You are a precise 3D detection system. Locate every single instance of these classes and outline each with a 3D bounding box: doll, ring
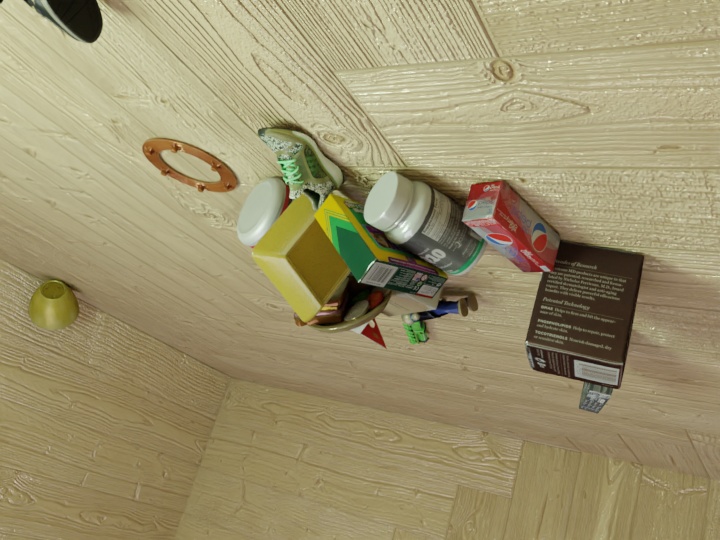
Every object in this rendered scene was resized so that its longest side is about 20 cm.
[{"bbox_3d":[0.170,0.093,1.744,0.199,0.049,0.136,-14,-175,45],"label":"doll"},{"bbox_3d":[-0.342,-0.202,1.497,0.198,0.019,0.201,17,161,6],"label":"ring"}]

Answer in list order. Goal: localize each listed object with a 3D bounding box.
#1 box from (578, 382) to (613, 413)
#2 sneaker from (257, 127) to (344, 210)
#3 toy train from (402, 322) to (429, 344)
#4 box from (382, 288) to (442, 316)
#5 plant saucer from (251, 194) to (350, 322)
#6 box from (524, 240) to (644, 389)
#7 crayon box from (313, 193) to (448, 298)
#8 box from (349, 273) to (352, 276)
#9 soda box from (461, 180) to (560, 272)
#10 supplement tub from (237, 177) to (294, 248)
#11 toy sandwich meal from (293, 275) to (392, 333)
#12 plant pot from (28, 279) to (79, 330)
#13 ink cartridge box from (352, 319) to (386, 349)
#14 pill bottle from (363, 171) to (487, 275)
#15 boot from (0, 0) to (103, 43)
[{"bbox_3d":[0.536,0.220,1.672,0.049,0.159,0.200,13,161,14],"label":"box"},{"bbox_3d":[-0.103,-0.167,1.258,0.076,0.090,0.200,1,155,41],"label":"sneaker"},{"bbox_3d":[0.153,0.161,2.055,0.056,0.042,0.200,2,159,12],"label":"toy train"},{"bbox_3d":[0.093,0.046,1.709,0.094,0.079,0.199,26,160,-23],"label":"box"},{"bbox_3d":[-0.077,-0.033,1.369,0.048,0.201,0.201,16,150,45],"label":"plant saucer"},{"bbox_3d":[0.397,0.080,1.325,0.162,0.202,0.166,10,161,21],"label":"box"},{"bbox_3d":[0.037,-0.041,1.311,0.199,0.058,0.173,14,-148,-46],"label":"crayon box"},{"bbox_3d":[0.000,0.000,1.596,0.199,0.050,0.157,-24,138,37],"label":"box"},{"bbox_3d":[0.253,-0.069,1.238,0.063,0.071,0.199,0,155,45],"label":"soda box"},{"bbox_3d":[-0.126,-0.077,1.459,0.199,0.142,0.140,29,159,-31],"label":"supplement tub"},{"bbox_3d":[-0.037,0.052,1.486,0.204,0.205,0.071,1,121,42],"label":"toy sandwich meal"},{"bbox_3d":[-1.258,0.121,3.069,0.198,0.201,0.143,19,137,-4],"label":"plant pot"},{"bbox_3d":[-0.015,0.084,1.792,0.175,0.045,0.201,28,-160,-26],"label":"ink cartridge box"},{"bbox_3d":[0.111,-0.081,1.270,0.199,0.114,0.113,27,160,-25],"label":"pill bottle"},{"bbox_3d":[-0.456,-0.379,1.001,0.149,0.074,0.200,2,152,37],"label":"boot"}]
